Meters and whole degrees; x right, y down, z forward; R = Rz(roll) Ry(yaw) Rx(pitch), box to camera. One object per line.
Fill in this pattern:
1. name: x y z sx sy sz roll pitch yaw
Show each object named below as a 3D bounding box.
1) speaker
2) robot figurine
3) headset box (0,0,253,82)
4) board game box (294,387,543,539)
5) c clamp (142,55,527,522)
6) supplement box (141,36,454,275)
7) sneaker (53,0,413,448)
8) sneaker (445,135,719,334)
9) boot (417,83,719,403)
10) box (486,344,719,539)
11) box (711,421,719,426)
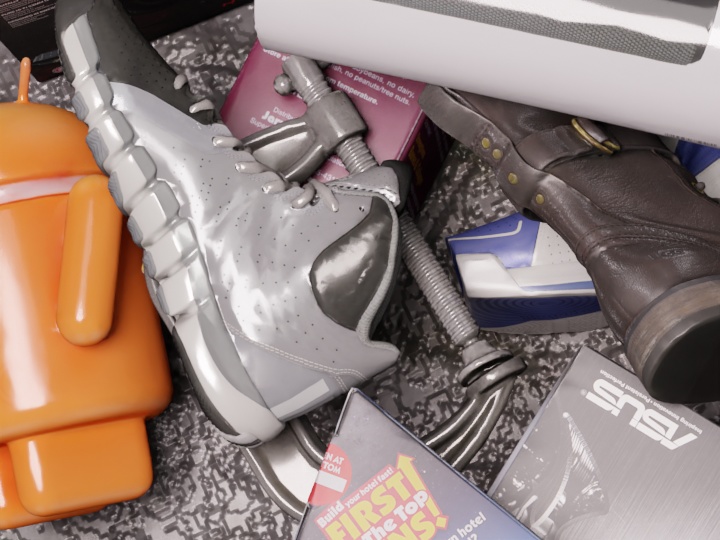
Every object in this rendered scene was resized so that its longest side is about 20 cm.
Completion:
1. speaker: 0.060 -0.106 0.874 0.199 0.081 0.082 14 82 11
2. robot figurine: -0.149 0.011 1.004 0.116 0.144 0.201 -14 82 1
3. headset box: -0.114 -0.170 1.000 0.148 0.200 0.078 -20 77 2
4. board game box: 0.019 0.156 0.821 0.200 0.062 0.200 -37 74 -1
5. c clamp: 0.000 0.000 0.931 0.170 0.027 0.201 -26 79 1
6. supplement box: -0.011 -0.062 1.012 0.085 0.110 0.201 25 84 9
7. sneaker: -0.041 -0.039 0.904 0.115 0.075 0.201 -24 88 1
8. sneaker: 0.132 -0.043 1.014 0.198 0.081 0.116 -11 75 -2
9. boot: 0.136 -0.026 0.922 0.069 0.199 0.174 -57 49 28
10. box: 0.130 0.148 0.862 0.199 0.048 0.159 32 85 14
11. box: 0.157 0.170 0.944 0.147 0.124 0.201 -4 78 7
